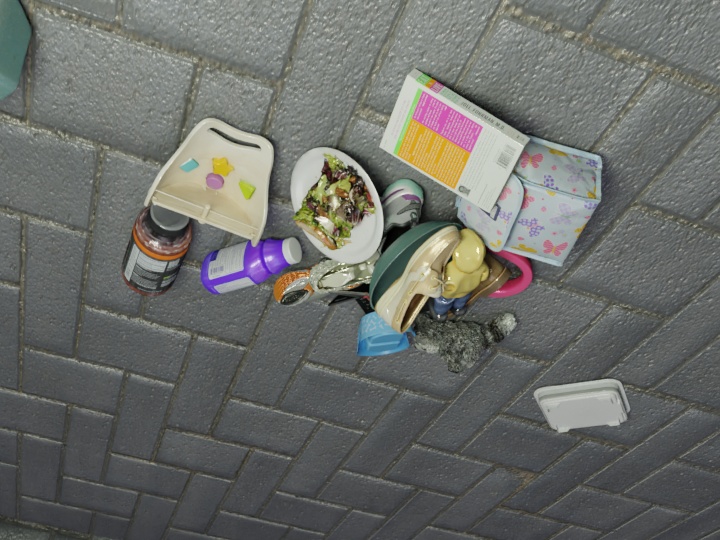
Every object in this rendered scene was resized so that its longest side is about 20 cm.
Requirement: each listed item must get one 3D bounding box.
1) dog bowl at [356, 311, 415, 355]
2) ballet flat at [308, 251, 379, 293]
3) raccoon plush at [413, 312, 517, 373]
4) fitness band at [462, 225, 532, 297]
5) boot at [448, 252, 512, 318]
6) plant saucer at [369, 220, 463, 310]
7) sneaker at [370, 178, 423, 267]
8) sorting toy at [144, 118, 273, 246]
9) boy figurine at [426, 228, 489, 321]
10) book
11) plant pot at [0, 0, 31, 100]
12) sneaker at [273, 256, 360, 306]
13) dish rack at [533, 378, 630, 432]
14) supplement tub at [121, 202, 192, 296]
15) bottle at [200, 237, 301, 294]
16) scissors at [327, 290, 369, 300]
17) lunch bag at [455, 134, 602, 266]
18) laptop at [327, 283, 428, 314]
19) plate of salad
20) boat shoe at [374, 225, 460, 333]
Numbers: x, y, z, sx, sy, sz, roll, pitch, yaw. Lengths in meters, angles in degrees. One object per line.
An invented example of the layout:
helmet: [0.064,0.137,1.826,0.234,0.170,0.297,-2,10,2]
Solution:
dog bowl: [0.046,0.124,1.695,0.109,0.051,0.200,-6,163,-7]
ballet flat: [0.000,0.000,1.529,0.197,0.073,0.072,-20,139,5]
raccoon plush: [0.196,0.108,1.702,0.199,0.097,0.134,-41,116,9]
fitness band: [0.222,-0.012,1.551,0.197,0.038,0.144,24,140,-19]
boot: [0.190,0.025,1.543,0.075,0.074,0.200,43,141,-3]
plant saucer: [0.085,-0.015,1.401,0.198,0.036,0.201,-33,156,-17]
sneaker: [0.027,-0.054,1.438,0.077,0.142,0.199,26,138,-25]
sorting toy: [-0.226,-0.161,1.382,0.197,0.108,0.181,20,133,-17]
boy figurine: [0.160,0.010,1.419,0.122,0.065,0.201,-16,149,-17]
book: [0.136,-0.190,1.253,0.198,0.048,0.135,34,138,10]
plant pot: [-0.571,-0.319,1.153,0.193,0.200,0.199,-20,144,31]
sneaker: [-0.064,0.015,1.617,0.196,0.077,0.092,-15,171,9]
dish rack: [0.505,0.314,1.928,0.197,0.044,0.172,-12,138,21]
supplement tub: [-0.366,-0.047,1.537,0.105,0.108,0.201,18,141,-16]
bottle: [-0.202,-0.015,1.573,0.197,0.085,0.065,-15,138,25]
scissors: [0.023,0.042,1.488,0.072,0.014,0.199,-16,161,29]
lunch bag: [0.259,-0.113,1.344,0.196,0.129,0.171,18,142,0]
laptop: [0.061,0.063,1.609,0.174,0.105,0.201,-15,136,21]
plate of salad: [-0.047,-0.101,1.390,0.198,0.048,0.203,22,126,33]
boat shoe: [0.105,0.018,1.357,0.073,0.069,0.201,-5,138,-52]
